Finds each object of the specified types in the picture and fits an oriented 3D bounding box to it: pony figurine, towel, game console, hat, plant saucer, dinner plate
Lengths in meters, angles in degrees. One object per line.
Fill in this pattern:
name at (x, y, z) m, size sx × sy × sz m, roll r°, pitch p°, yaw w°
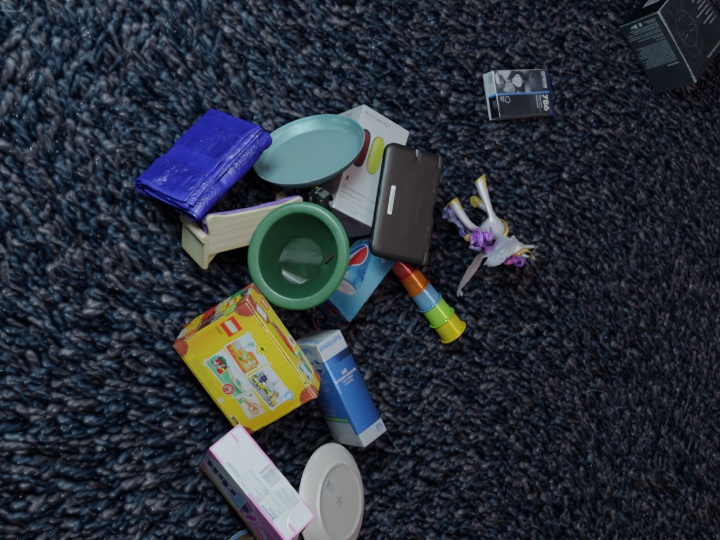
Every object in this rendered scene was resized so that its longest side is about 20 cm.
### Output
pony figurine at (0.247, -0.063, 1.780) m, size 0.193 × 0.166 × 0.201 m, roll -39°, pitch 92°, yaw -37°
towel at (-0.253, -0.179, 1.448) m, size 0.200 × 0.147 × 0.050 m, roll -50°, pitch 151°, yaw -27°
game console at (0.082, -0.111, 1.632) m, size 0.174 × 0.116 × 0.202 m, roll 11°, pitch 85°, yaw -27°
hat at (-0.095, -0.017, 1.532) m, size 0.165 × 0.176 × 0.201 m, roll 35°, pitch 97°, yaw 5°
plant saucer at (-0.086, -0.200, 1.540) m, size 0.200 × 0.199 × 0.028 m, roll -44°, pitch 136°, yaw -28°
dinner plate at (-0.042, 0.402, 1.565) m, size 0.200 × 0.024 × 0.202 m, roll 22°, pitch 64°, yaw -54°

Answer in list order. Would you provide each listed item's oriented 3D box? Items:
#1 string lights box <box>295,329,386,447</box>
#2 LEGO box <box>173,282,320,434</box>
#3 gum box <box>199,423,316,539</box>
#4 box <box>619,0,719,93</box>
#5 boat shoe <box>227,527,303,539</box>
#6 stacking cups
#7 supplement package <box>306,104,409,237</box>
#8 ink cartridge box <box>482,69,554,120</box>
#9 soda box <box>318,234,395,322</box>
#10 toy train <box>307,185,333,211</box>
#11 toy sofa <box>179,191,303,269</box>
string lights box at (-0.041, 0.206, 1.578) m, size 0.059 × 0.102 × 0.201 m, roll -31°, pitch 104°, yaw -31°
LEGO box at (-0.181, 0.147, 1.459) m, size 0.148 × 0.077 × 0.201 m, roll -30°, pitch 107°, yaw 12°
gum box at (-0.163, 0.355, 1.434) m, size 0.066 × 0.114 × 0.200 m, roll -36°, pitch 80°, yaw -30°
box at (0.755, -0.571, 2.160) m, size 0.200 × 0.124 × 0.197 m, roll -47°, pitch 110°, yaw -28°
boat shoe at (-0.164, 0.459, 1.494) m, size 0.200 × 0.072 × 0.073 m, roll -38°, pitch 107°, yaw -30°
stacking cups at (0.120, 0.051, 1.730) m, size 0.200 × 0.060 × 0.061 m, roll 48°, pitch 63°, yaw -17°
supplement package at (-0.008, -0.177, 1.626) m, size 0.113 × 0.109 × 0.202 m, roll 24°, pitch 73°, yaw -30°
ink cartridge box at (0.352, -0.377, 1.926) m, size 0.199 × 0.039 × 0.101 m, roll -11°, pitch 92°, yaw -34°
soda box at (0.000, 0.000, 1.646) m, size 0.068 × 0.064 × 0.200 m, roll 48°, pitch 62°, yaw -21°
toy train at (-0.080, -0.072, 1.548) m, size 0.046 × 0.201 × 0.034 m, roll 39°, pitch 57°, yaw 20°
toy sofa at (-0.193, -0.082, 1.491) m, size 0.199 × 0.083 × 0.098 m, roll -16°, pitch 130°, yaw -33°
